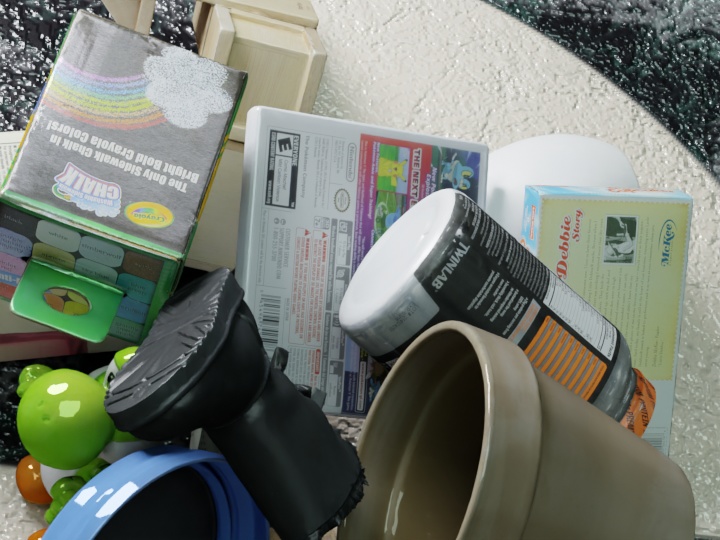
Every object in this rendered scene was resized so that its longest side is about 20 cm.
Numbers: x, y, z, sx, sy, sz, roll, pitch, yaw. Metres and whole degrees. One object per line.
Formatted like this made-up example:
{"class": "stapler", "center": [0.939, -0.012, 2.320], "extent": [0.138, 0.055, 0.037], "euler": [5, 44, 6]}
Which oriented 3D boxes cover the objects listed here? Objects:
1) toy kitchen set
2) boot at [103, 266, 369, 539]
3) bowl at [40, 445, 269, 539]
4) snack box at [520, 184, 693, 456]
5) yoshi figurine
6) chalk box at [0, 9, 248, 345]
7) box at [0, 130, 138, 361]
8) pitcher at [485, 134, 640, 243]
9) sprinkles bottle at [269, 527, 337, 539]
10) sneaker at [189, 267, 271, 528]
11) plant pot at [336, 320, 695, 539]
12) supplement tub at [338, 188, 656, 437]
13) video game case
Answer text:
{"class": "toy kitchen set", "center": [-0.133, -0.123, 1.636], "extent": [0.162, 0.182, 0.200], "euler": [13, 17, -11]}
{"class": "boot", "center": [-0.069, 0.099, 1.317], "extent": [0.163, 0.073, 0.198], "euler": [58, 17, -13]}
{"class": "bowl", "center": [-0.137, 0.201, 1.370], "extent": [0.039, 0.201, 0.200], "euler": [25, 51, 34]}
{"class": "snack box", "center": [0.167, 0.042, 1.563], "extent": [0.115, 0.037, 0.201], "euler": [2, 101, -14]}
{"class": "yoshi figurine", "center": [-0.185, 0.113, 1.395], "extent": [0.112, 0.200, 0.112], "euler": [35, 50, 3]}
{"class": "chalk box", "center": [-0.165, -0.039, 1.415], "extent": [0.124, 0.124, 0.201], "euler": [20, 58, -4]}
{"class": "box", "center": [-0.247, -0.015, 1.515], "extent": [0.199, 0.109, 0.129], "euler": [-4, 61, -18]}
{"class": "pitcher", "center": [0.110, -0.004, 1.613], "extent": [0.199, 0.121, 0.173], "euler": [-15, 82, -11]}
{"class": "sprinkles bottle", "center": [0.029, 0.182, 1.494], "extent": [0.199, 0.068, 0.069], "euler": [-13, 64, -22]}
{"class": "sneaker", "center": [-0.079, 0.080, 1.514], "extent": [0.066, 0.091, 0.201], "euler": [4, 58, -11]}
{"class": "plant pot", "center": [0.102, 0.151, 1.360], "extent": [0.173, 0.200, 0.201], "euler": [19, 55, -21]}
{"class": "supplement tub", "center": [0.094, 0.051, 1.467], "extent": [0.200, 0.122, 0.123], "euler": [41, 55, -15]}
{"class": "video game case", "center": [0.000, 0.000, 1.510], "extent": [0.181, 0.023, 0.202], "euler": [8, 81, -25]}
